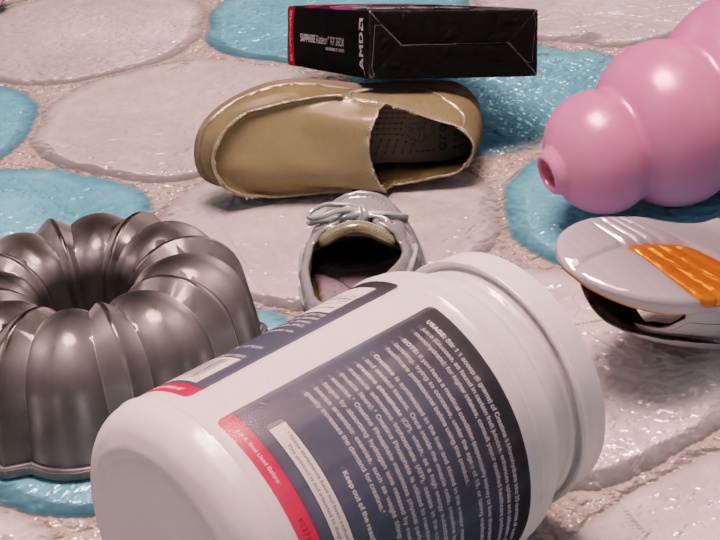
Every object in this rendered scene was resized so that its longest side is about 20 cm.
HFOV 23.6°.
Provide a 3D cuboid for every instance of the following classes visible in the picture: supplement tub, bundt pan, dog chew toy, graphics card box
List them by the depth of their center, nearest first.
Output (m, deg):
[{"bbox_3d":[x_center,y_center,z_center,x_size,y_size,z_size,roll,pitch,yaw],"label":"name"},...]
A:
[{"bbox_3d":[-0.004,0.085,0.757,0.200,0.141,0.140,-27,35,-33],"label":"supplement tub"},{"bbox_3d":[-0.150,0.029,0.958,0.202,0.076,0.202,-4,28,2],"label":"bundt pan"},{"bbox_3d":[0.204,-0.096,1.085,0.200,0.125,0.125,-24,32,-14],"label":"dog chew toy"},{"bbox_3d":[0.032,-0.166,1.236,0.125,0.051,0.200,-2,11,-17],"label":"graphics card box"}]

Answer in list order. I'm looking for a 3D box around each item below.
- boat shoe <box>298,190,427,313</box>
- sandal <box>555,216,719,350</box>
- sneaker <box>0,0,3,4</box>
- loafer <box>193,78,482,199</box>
[{"bbox_3d":[-0.002,0.000,0.991,0.074,0.065,0.202,-1,29,9],"label":"boat shoe"},{"bbox_3d":[0.184,0.013,0.952,0.206,0.059,0.079,-3,37,-41],"label":"sandal"},{"bbox_3d":[-0.399,-0.238,1.510,0.200,0.079,0.095,-27,46,-31],"label":"sneaker"},{"bbox_3d":[-0.011,-0.089,1.146,0.200,0.076,0.067,-11,22,-9],"label":"loafer"}]
